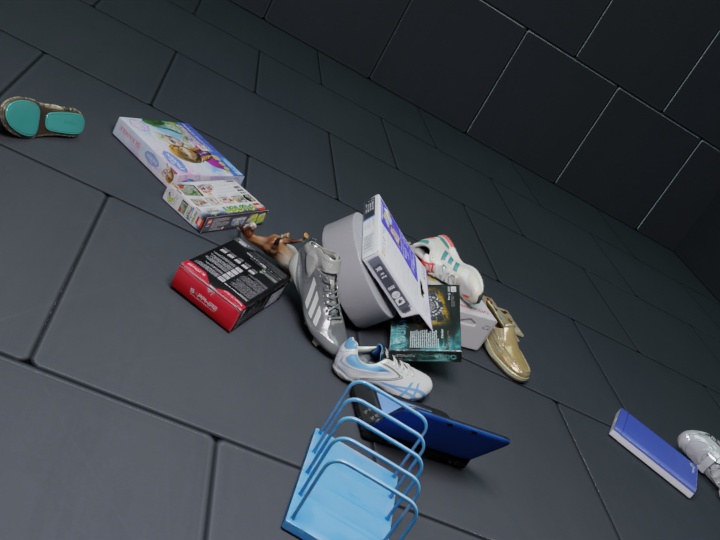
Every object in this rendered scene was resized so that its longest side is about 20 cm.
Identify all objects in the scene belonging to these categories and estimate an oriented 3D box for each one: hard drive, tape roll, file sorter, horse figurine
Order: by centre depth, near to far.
[{"bbox_3d":[0.004,0.256,1.030,0.137,0.124,0.201,30,23,-4],"label":"file sorter"},{"bbox_3d":[-0.120,-0.030,1.477,0.199,0.131,0.051,34,60,-37],"label":"horse figurine"},{"bbox_3d":[0.000,0.000,1.480,0.200,0.065,0.204,-19,91,-75],"label":"tape roll"},{"bbox_3d":[0.627,0.385,1.719,0.199,0.026,0.131,39,23,14],"label":"hard drive"}]

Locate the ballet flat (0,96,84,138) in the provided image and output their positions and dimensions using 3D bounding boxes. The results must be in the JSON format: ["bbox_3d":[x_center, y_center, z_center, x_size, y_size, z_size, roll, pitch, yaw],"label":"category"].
[{"bbox_3d":[-0.577,-0.269,1.420,0.074,0.069,0.199,16,11,21],"label":"ballet flat"}]

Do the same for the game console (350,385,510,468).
[{"bbox_3d":[0.104,0.220,1.240,0.197,0.119,0.172,22,25,-24],"label":"game console"}]

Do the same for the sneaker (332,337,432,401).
[{"bbox_3d":[0.047,0.165,1.339,0.197,0.073,0.072,20,23,-31],"label":"sneaker"}]

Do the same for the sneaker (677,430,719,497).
[{"bbox_3d":[0.785,0.436,1.759,0.199,0.076,0.115,38,20,4],"label":"sneaker"}]

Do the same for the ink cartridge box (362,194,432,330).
[{"bbox_3d":[0.067,-0.010,1.498,0.201,0.043,0.200,55,20,-28],"label":"ink cartridge box"}]

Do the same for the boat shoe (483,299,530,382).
[{"bbox_3d":[0.301,0.144,1.706,0.071,0.077,0.201,9,36,-48],"label":"boat shoe"}]

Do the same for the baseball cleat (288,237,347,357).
[{"bbox_3d":[-0.060,0.039,1.352,0.069,0.106,0.202,-4,58,-48],"label":"baseball cleat"}]

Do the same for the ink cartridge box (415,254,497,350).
[{"bbox_3d":[0.174,0.062,1.695,0.145,0.086,0.201,15,30,-31],"label":"ink cartridge box"}]

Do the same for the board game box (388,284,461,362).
[{"bbox_3d":[0.122,0.095,1.510,0.132,0.029,0.202,0,35,6],"label":"board game box"}]

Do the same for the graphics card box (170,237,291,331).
[{"bbox_3d":[-0.208,0.018,1.325,0.124,0.051,0.200,36,23,6],"label":"graphics card box"}]

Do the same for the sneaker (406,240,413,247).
[{"bbox_3d":[0.026,-0.052,1.663,0.196,0.090,0.078,-6,43,-23],"label":"sneaker"}]

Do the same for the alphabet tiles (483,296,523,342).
[{"bbox_3d":[0.289,0.099,1.879,0.197,0.006,0.167,20,26,-29],"label":"alphabet tiles"}]

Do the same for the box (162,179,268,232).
[{"bbox_3d":[-0.275,-0.127,1.551,0.110,0.035,0.199,41,24,18],"label":"box"}]

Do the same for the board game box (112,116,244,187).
[{"bbox_3d":[-0.367,-0.235,1.638,0.199,0.042,0.198,42,24,20],"label":"board game box"}]

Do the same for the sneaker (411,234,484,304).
[{"bbox_3d":[0.171,0.003,1.640,0.092,0.071,0.201,-7,42,-26],"label":"sneaker"}]
